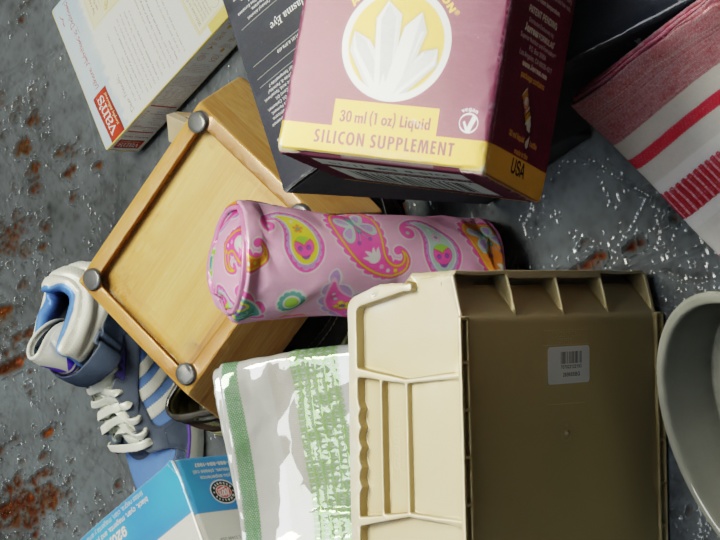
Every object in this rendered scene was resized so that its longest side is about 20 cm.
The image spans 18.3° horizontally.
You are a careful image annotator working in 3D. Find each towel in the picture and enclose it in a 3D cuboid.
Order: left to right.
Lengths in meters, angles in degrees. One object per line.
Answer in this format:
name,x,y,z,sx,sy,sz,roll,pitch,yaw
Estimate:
towel,0.001,0.123,1.494,0.200,0.031,0.149,-9,95,23
towel,0.235,-0.064,1.285,0.200,0.023,0.144,45,131,-8

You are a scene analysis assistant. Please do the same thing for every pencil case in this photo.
pencil case,0.000,0.000,1.490,0.087,0.200,0.088,-175,90,-68

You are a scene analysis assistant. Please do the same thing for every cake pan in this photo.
cake pan,0.247,0.100,1.289,0.200,0.037,0.200,47,150,38

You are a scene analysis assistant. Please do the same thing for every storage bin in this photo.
storage bin,0.094,0.100,1.386,0.094,0.200,0.199,-3,88,45

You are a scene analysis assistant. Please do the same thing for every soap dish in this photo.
soap dish,-0.099,-0.015,1.591,0.157,0.081,0.200,44,109,24

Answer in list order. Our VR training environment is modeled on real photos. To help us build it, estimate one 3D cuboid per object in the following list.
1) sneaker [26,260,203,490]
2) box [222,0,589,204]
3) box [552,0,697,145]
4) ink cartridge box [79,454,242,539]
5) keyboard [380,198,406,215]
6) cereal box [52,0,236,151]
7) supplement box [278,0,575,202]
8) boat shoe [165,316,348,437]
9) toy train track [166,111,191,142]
sneaker,-0.202,0.091,1.733,0.081,0.146,0.200,-5,86,46
box,0.025,-0.148,1.458,0.104,0.200,0.182,-35,65,39
box,0.139,-0.209,1.361,0.200,0.117,0.197,-26,70,22
ink cartridge box,-0.085,0.251,1.610,0.145,0.147,0.200,-41,61,39
keyboard,0.000,-0.129,1.565,0.021,0.127,0.200,-16,73,1
cereal box,-0.161,-0.207,1.767,0.200,0.039,0.144,-42,61,38
supplement box,0.046,-0.149,1.271,0.131,0.103,0.200,7,85,24
boat shoe,-0.072,0.064,1.656,0.200,0.065,0.073,-46,58,35
toy train track,-0.082,-0.090,1.692,0.200,0.033,0.115,24,124,50
